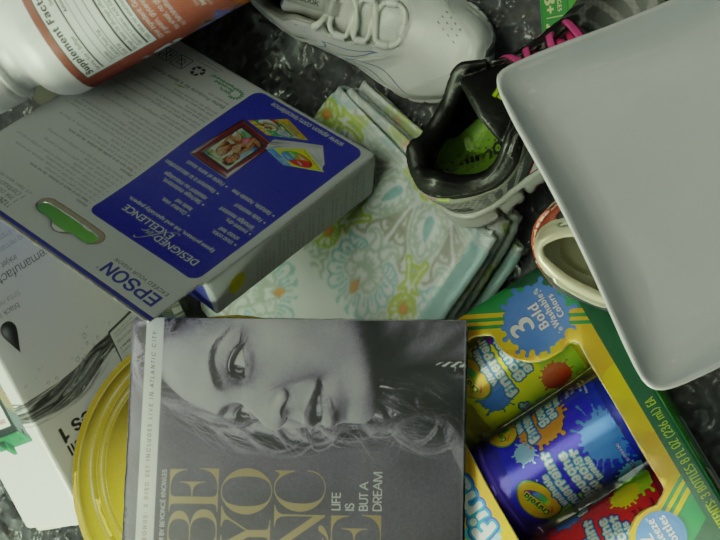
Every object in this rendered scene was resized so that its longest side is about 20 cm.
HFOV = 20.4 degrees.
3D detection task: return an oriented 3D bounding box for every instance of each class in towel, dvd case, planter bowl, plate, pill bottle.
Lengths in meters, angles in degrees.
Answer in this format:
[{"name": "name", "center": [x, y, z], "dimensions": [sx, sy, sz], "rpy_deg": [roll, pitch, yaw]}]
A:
[{"name": "towel", "center": [0.000, 0.000, 1.302], "dimensions": [0.171, 0.048, 0.200], "rpy_deg": [45, 111, 30]}, {"name": "dvd case", "center": [-0.038, 0.101, 1.163], "dimensions": [0.199, 0.016, 0.150], "rpy_deg": [0, 77, 7]}, {"name": "planter bowl", "center": [-0.085, 0.117, 1.218], "dimensions": [0.199, 0.083, 0.202], "rpy_deg": [-1, 76, 4]}, {"name": "plate", "center": [0.201, -0.056, 1.088], "dimensions": [0.199, 0.032, 0.201], "rpy_deg": [-23, 73, -7]}, {"name": "pill bottle", "center": [-0.164, -0.180, 1.253], "dimensions": [0.199, 0.112, 0.113], "rpy_deg": [-27, 72, 11]}]

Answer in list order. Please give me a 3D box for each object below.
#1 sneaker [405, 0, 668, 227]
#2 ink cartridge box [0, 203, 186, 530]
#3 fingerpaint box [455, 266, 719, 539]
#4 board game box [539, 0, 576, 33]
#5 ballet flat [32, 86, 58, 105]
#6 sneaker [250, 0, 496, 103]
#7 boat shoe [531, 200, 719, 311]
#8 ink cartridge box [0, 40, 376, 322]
[{"name": "sneaker", "center": [0.102, -0.103, 1.166], "dimensions": [0.200, 0.087, 0.074], "rpy_deg": [-42, 65, 21]}, {"name": "ink cartridge box", "center": [-0.193, 0.049, 1.319], "dimensions": [0.084, 0.146, 0.201], "rpy_deg": [-12, 110, 51]}, {"name": "fingerpaint box", "center": [0.110, 0.117, 1.179], "dimensions": [0.166, 0.073, 0.201], "rpy_deg": [-32, 69, 11]}, {"name": "board game box", "center": [0.202, -0.141, 1.178], "dimensions": [0.199, 0.037, 0.152], "rpy_deg": [-8, 83, 33]}, {"name": "ballet flat", "center": [-0.207, -0.212, 1.441], "dimensions": [0.067, 0.064, 0.201], "rpy_deg": [39, 109, 29]}, {"name": "sneaker", "center": [-0.004, -0.160, 1.288], "dimensions": [0.199, 0.087, 0.075], "rpy_deg": [22, 97, 32]}, {"name": "boat shoe", "center": [0.191, 0.009, 1.120], "dimensions": [0.199, 0.063, 0.072], "rpy_deg": [20, 104, 4]}, {"name": "ink cartridge box", "center": [-0.127, -0.054, 1.253], "dimensions": [0.197, 0.200, 0.047], "rpy_deg": [32, 144, 28]}]
